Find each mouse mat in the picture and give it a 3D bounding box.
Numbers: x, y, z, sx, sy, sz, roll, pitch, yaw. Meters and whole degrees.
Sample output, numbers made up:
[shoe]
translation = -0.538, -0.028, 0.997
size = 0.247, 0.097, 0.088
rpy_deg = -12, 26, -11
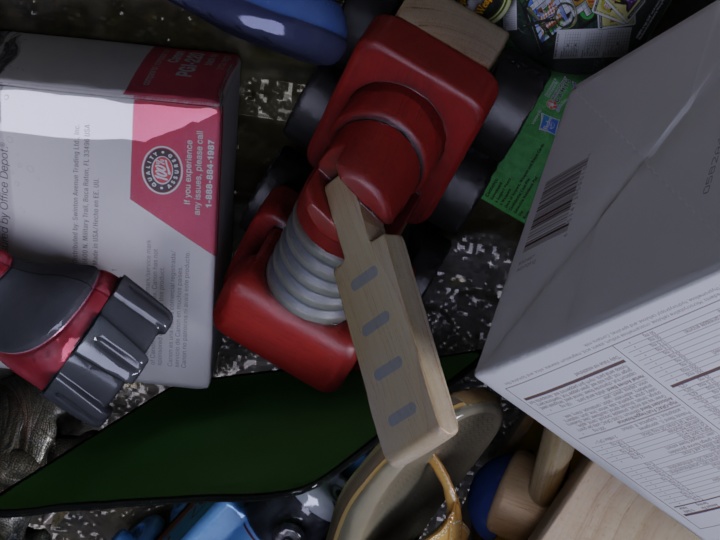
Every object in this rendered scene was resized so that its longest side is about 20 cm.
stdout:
[mouse mat]
translation = -0.056, 0.073, 0.924
size = 0.199, 0.161, 0.008
rpy_deg = -7, 106, 37

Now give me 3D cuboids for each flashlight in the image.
[flashlight]
translation = -0.179, -0.012, 0.893
size = 0.199, 0.068, 0.068
rpy_deg = 37, 84, -9

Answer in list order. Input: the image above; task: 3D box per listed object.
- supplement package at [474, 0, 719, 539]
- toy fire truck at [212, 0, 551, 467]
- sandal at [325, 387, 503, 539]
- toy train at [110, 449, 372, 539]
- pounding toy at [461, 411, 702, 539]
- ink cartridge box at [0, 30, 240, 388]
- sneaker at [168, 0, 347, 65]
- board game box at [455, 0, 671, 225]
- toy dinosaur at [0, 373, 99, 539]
[supplement package]
translation = 0.179, 0.014, 0.780
size = 0.199, 0.153, 0.150
rpy_deg = 35, 145, -20
[toy fire truck]
translation = 0.000, 0.000, 0.873
size = 0.128, 0.201, 0.177
rpy_deg = 30, 133, 1
[sandal]
translation = 0.013, 0.138, 0.939
size = 0.054, 0.080, 0.201
rpy_deg = 41, 110, 25
[toy train]
translation = -0.064, 0.143, 1.012
size = 0.087, 0.114, 0.200
rpy_deg = 39, 111, -12
[pounding toy]
translation = 0.111, 0.102, 0.933
size = 0.141, 0.200, 0.185
rpy_deg = 28, 113, -6
[ink cartridge box]
translation = -0.161, -0.033, 0.962
size = 0.198, 0.085, 0.147
rpy_deg = 5, 114, 1
[sneaker]
translation = -0.072, -0.158, 0.867
size = 0.200, 0.074, 0.083
rpy_deg = 40, 98, 28
[board game box]
translation = 0.075, -0.115, 0.897
size = 0.104, 0.024, 0.201
rpy_deg = 29, 133, -1
[toy dinosaur]
translation = -0.180, 0.104, 1.024
size = 0.102, 0.077, 0.202
rpy_deg = 29, 102, 28
